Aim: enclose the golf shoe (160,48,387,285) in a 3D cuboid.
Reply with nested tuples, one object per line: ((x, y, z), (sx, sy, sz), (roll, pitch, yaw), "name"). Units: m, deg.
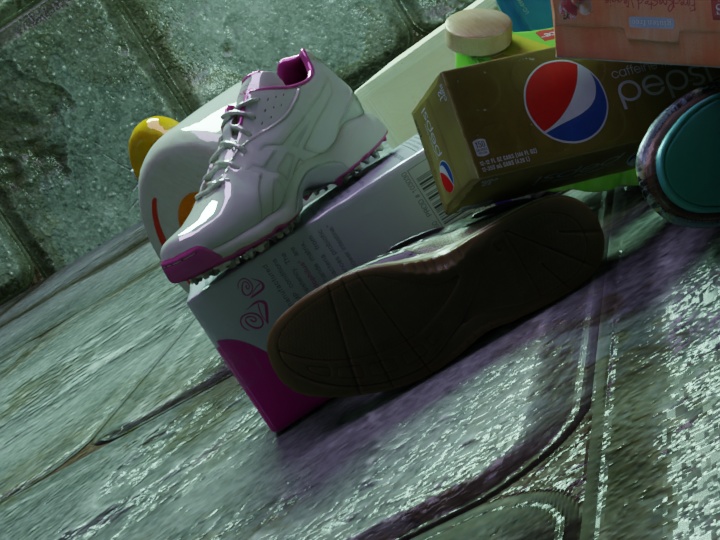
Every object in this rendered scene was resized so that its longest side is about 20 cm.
((-0.066, -0.065, 0.949), (0.075, 0.092, 0.200), (-21, 17, 43), "golf shoe")

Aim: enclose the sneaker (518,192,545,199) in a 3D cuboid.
((0.091, -0.081, 1.143), (0.080, 0.089, 0.200), (-24, 12, 48), "sneaker")

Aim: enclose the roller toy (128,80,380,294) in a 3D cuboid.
((-0.083, -0.055, 1.260), (0.182, 0.200, 0.140), (-15, 20, 44), "roller toy")

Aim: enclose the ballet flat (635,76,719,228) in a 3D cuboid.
((0.198, -0.072, 0.818), (0.200, 0.074, 0.074), (-27, 5, -33), "ballet flat")

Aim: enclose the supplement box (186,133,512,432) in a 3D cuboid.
((0.000, 0.000, 0.982), (0.200, 0.101, 0.103), (-32, 9, -1), "supplement box")

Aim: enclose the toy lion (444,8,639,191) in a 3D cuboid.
((0.156, -0.119, 1.037), (0.200, 0.069, 0.192), (-16, 38, -19), "toy lion")

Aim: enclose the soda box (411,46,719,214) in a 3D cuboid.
((0.137, -0.093, 0.893), (0.200, 0.068, 0.064), (-14, -13, -18), "soda box")

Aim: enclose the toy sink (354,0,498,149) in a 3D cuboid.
((0.117, -0.212, 1.652), (0.200, 0.112, 0.130), (-33, 8, 29), "toy sink")

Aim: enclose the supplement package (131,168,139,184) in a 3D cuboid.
((-0.130, -0.100, 1.735), (0.200, 0.156, 0.111), (-33, 10, -7), "supplement package")

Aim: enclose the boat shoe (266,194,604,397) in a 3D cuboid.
((0.044, 0.013, 0.890), (0.201, 0.072, 0.066), (-26, 5, 8), "boat shoe")

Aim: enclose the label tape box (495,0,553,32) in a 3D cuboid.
((0.185, -0.188, 1.206), (0.066, 0.143, 0.200), (-28, 10, 28), "label tape box")

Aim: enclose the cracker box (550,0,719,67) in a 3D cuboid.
((0.215, -0.162, 0.839), (0.134, 0.058, 0.200), (12, 29, 44), "cracker box")
